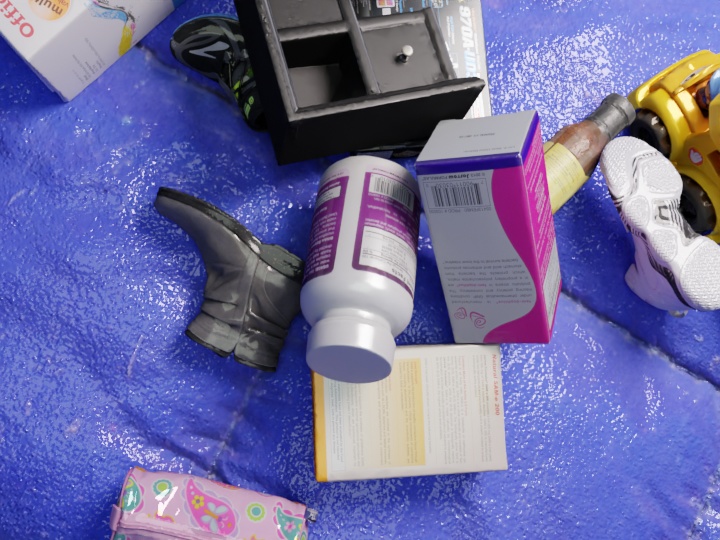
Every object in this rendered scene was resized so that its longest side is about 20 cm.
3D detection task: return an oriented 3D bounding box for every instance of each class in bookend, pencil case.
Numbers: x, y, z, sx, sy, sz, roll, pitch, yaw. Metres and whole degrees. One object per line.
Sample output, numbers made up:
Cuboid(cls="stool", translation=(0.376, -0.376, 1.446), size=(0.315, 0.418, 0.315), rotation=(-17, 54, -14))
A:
Cuboid(cls="bookend", translation=(-0.009, -0.228, 0.753), size=(0.195, 0.092, 0.203), rotation=(-12, 76, -16))
Cuboid(cls="pencil case", translation=(-0.146, 0.256, 0.767), size=(0.195, 0.087, 0.090), rotation=(16, 84, -4))

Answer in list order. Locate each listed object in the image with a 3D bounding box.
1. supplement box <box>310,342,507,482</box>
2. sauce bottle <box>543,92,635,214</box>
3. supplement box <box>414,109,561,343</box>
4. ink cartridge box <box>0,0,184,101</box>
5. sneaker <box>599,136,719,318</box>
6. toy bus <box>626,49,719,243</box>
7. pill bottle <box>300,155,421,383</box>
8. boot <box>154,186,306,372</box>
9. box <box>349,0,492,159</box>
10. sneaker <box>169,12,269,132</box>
Cuboid(cls="supplement box", translation=(0.047, 0.143, 0.799), size=(0.195, 0.074, 0.130), rotation=(-2, 87, -4))
Cuboid(cls="sauce bottle", translation=(0.219, -0.112, 0.841), size=(0.199, 0.066, 0.066), rotation=(-42, 91, -6))
Cuboid(cls="supplement box", translation=(0.130, -0.038, 0.749), size=(0.099, 0.104, 0.204), rotation=(-1, 122, 24))
Cuboid(cls="ink cartridge box", translation=(-0.282, -0.301, 0.760), size=(0.200, 0.145, 0.148), rotation=(-44, 92, -6))
Cuboid(cls="sneaker", translation=(0.309, -0.038, 0.827), size=(0.074, 0.115, 0.203), rotation=(-27, 77, -7))
Cuboid(cls="toy bus", translation=(0.395, -0.143, 0.800), size=(0.134, 0.192, 0.203), rotation=(-30, 88, -6))
Cuboid(cls="pill bottle", translation=(0.000, 0.000, 0.753), size=(0.109, 0.113, 0.204), rotation=(11, 60, -5))
Cuboid(cls="boot", translation=(-0.149, 0.012, 0.794), size=(0.197, 0.070, 0.133), rotation=(31, 89, 1))
Cuboid(cls="box", translation=(0.058, -0.229, 0.841), size=(0.155, 0.046, 0.205), rotation=(-5, 86, -6))
Cuboid(cls="sneaker", translation=(-0.109, -0.196, 0.799), size=(0.197, 0.071, 0.084), rotation=(30, 47, -5))
